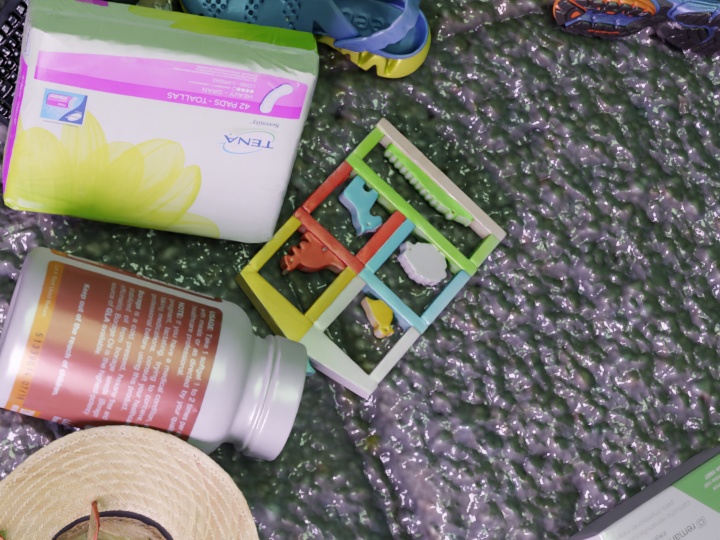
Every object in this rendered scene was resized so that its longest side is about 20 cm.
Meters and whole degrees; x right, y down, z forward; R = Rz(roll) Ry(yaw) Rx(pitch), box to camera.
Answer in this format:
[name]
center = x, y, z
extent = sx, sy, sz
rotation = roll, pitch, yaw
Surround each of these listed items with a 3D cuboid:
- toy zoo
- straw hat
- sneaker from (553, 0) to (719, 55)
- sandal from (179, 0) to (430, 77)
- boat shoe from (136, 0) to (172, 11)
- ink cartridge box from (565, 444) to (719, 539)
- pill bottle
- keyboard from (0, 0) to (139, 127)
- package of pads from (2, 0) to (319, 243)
[toy zoo]
center = 0.000, 0.000, 1.373
extent = 0.131, 0.020, 0.200
rotation = 43, 69, -3
[straw hat]
center = -0.169, 0.203, 1.239
extent = 0.201, 0.085, 0.201
rotation = 2, 76, -10
[sneaker]
center = 0.251, -0.225, 1.477
extent = 0.200, 0.075, 0.079
rotation = 8, 71, -16
[sandal]
center = -0.035, -0.201, 1.379
extent = 0.200, 0.087, 0.080
rotation = 7, 77, -13
[boat shoe]
center = -0.166, -0.197, 1.344
extent = 0.200, 0.075, 0.068
rotation = 43, 75, -2
[ink cartridge box]
center = 0.263, 0.246, 1.357
extent = 0.146, 0.084, 0.200
rotation = -30, 86, -20
[pill bottle]
center = -0.143, 0.063, 1.266
extent = 0.200, 0.112, 0.112
rotation = 17, 72, -12
[keyboard]
center = -0.215, -0.196, 1.291
extent = 0.104, 0.040, 0.200
rotation = 42, 105, 7
[package of pads]
center = -0.141, -0.101, 1.289
extent = 0.200, 0.155, 0.068
rotation = 7, 37, -14
